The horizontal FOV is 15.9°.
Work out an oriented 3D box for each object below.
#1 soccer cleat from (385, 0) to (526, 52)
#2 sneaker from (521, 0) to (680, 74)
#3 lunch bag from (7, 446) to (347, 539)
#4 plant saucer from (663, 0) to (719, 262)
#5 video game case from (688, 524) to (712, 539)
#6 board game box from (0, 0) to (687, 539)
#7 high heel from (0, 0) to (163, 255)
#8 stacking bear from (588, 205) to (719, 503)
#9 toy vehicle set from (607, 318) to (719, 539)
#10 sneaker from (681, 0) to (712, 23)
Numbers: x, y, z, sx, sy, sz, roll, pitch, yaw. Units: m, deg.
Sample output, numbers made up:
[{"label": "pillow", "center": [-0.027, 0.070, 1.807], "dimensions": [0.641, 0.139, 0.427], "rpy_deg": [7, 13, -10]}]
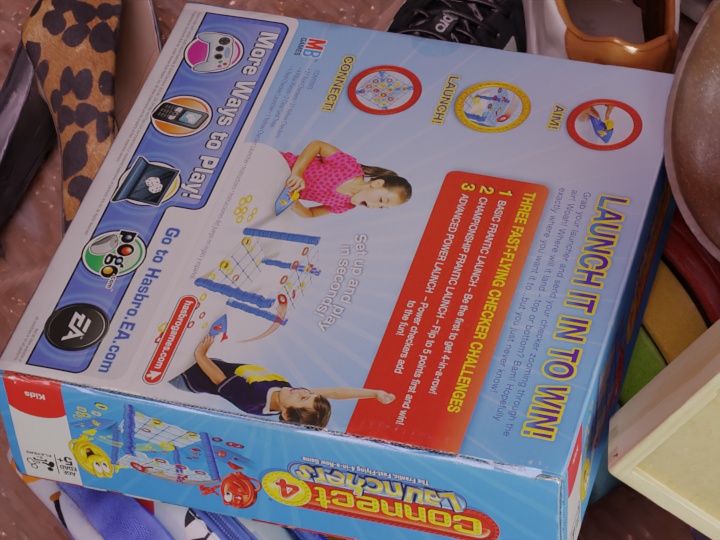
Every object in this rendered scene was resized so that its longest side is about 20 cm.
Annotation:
[{"label": "soccer cleat", "center": [0.032, -0.080, 1.043], "dimensions": [0.067, 0.081, 0.200], "rpy_deg": [27, 78, 16]}, {"label": "sneaker", "center": [0.093, -0.143, 1.011], "dimensions": [0.073, 0.085, 0.200], "rpy_deg": [-2, 57, -14]}, {"label": "lunch bag", "center": [-0.031, 0.111, 0.941], "dimensions": [0.200, 0.160, 0.076], "rpy_deg": [43, 100, 33]}, {"label": "plant saucer", "center": [0.201, -0.062, 0.871], "dimensions": [0.200, 0.034, 0.201], "rpy_deg": [-19, 48, 22]}, {"label": "video game case", "center": [0.210, 0.142, 0.914], "dimensions": [0.181, 0.036, 0.200], "rpy_deg": [-1, 66, -37]}, {"label": "board game box", "center": [0.000, 0.000, 0.907], "dimensions": [0.195, 0.056, 0.200], "rpy_deg": [10, 47, 14]}, {"label": "high heel", "center": [-0.071, -0.046, 1.054], "dimensions": [0.200, 0.071, 0.143], "rpy_deg": [26, 86, 25]}, {"label": "stacking bear", "center": [0.097, 0.021, 0.991], "dimensions": [0.200, 0.122, 0.114], "rpy_deg": [-38, 26, -14]}, {"label": "toy vehicle set", "center": [0.195, 0.072, 0.831], "dimensions": [0.200, 0.124, 0.027], "rpy_deg": [33, 35, -18]}, {"label": "sneaker", "center": [0.209, -0.117, 1.027], "dimensions": [0.200, 0.075, 0.105], "rpy_deg": [20, 73, 22]}]
